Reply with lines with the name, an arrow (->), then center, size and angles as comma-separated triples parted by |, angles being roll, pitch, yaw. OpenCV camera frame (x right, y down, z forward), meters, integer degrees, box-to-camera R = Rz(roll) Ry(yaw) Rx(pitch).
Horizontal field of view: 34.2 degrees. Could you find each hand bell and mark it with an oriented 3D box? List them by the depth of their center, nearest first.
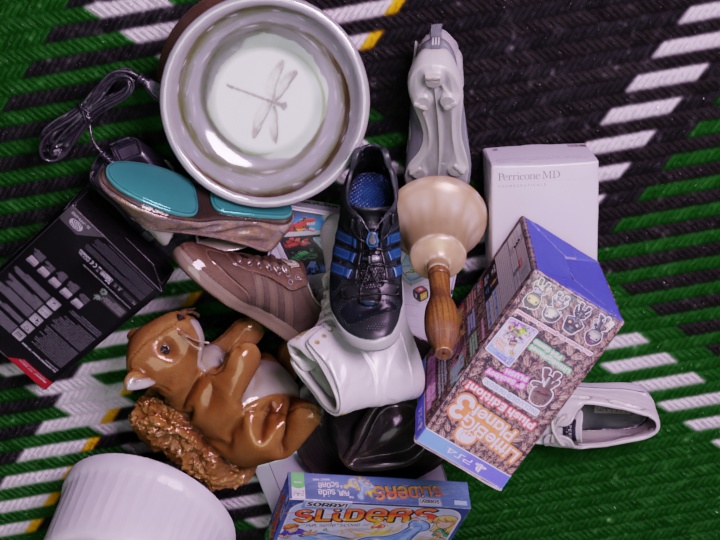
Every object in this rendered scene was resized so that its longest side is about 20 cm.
hand bell -> 0.073, 0.010, 1.098 | 0.103, 0.201, 0.105 | 1, 129, 2

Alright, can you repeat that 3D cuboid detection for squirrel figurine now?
squirrel figurine -> -0.168, 0.133, 1.203 | 0.186, 0.142, 0.200 | 25, 119, -25

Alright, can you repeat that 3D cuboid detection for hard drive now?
hard drive -> -0.008, 0.234, 1.314 | 0.198, 0.027, 0.133 | -18, 109, 4

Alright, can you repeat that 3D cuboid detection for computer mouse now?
computer mouse -> -0.206, -0.111, 1.169 | 0.140, 0.046, 0.200 | -43, 110, 16

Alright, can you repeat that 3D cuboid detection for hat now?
hat -> 0.023, 0.167, 1.233 | 0.199, 0.081, 0.202 | -2, 112, -4

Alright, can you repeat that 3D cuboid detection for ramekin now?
ramekin -> -0.241, 0.297, 1.247 | 0.199, 0.098, 0.202 | 9, 134, 10

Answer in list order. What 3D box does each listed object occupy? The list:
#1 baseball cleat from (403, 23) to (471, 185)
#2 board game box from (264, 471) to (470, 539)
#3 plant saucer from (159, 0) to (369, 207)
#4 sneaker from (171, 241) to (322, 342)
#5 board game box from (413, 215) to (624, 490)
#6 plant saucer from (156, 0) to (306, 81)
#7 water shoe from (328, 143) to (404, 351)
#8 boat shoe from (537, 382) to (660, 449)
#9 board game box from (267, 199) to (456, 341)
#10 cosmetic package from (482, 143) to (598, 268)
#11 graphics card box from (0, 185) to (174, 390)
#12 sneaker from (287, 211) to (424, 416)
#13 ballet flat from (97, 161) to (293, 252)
baseball cleat -> 0.081, -0.151, 1.161 | 0.069, 0.107, 0.201 | 7, 139, 5
board game box -> 0.005, 0.272, 1.268 | 0.198, 0.035, 0.136 | 5, 138, -14
plant saucer -> -0.092, -0.163, 1.121 | 0.198, 0.050, 0.202 | -2, 104, -6
sneaker -> -0.097, 0.010, 1.164 | 0.200, 0.070, 0.076 | 35, 90, -36
board game box -> 0.144, 0.075, 1.112 | 0.096, 0.160, 0.201 | 30, 110, -7
plant saucer -> -0.105, -0.179, 1.163 | 0.198, 0.032, 0.202 | -1, 109, -3
water shoe -> 0.003, -0.024, 1.082 | 0.071, 0.202, 0.079 | -3, 150, 1
boat shoe -> 0.228, 0.164, 1.278 | 0.198, 0.066, 0.073 | 2, 110, -3
board game box -> 0.000, 0.000, 1.227 | 0.198, 0.035, 0.127 | 9, 110, -6
cosmetic package -> 0.184, -0.025, 1.202 | 0.112, 0.081, 0.202 | -4, 111, 2
graphics card box -> -0.301, 0.021, 1.191 | 0.200, 0.051, 0.125 | -38, 107, 27
sneaker -> -0.023, 0.040, 1.123 | 0.115, 0.074, 0.201 | -12, 71, -31
ballet flat -> -0.163, -0.052, 1.138 | 0.198, 0.068, 0.067 | 12, 132, -22
